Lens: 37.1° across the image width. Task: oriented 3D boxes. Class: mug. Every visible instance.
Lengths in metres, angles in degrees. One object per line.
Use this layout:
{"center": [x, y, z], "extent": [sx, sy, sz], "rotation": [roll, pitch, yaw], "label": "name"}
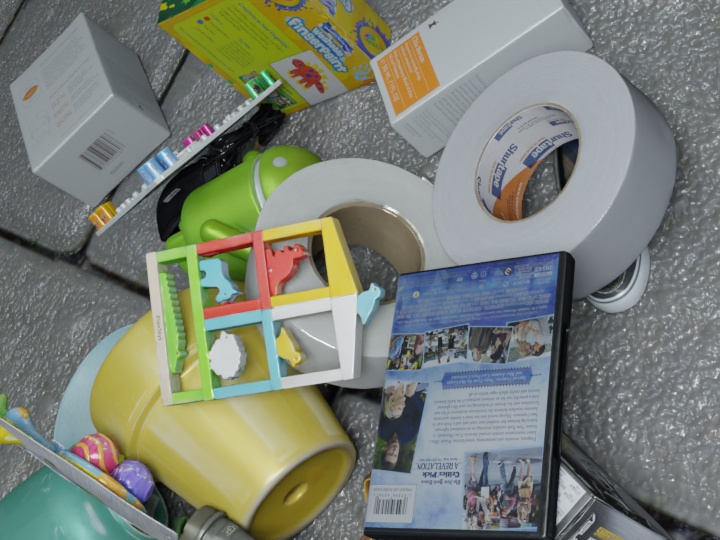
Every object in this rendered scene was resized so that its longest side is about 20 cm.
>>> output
{"center": [-0.260, 0.233, 1.024], "extent": [0.114, 0.152, 0.185], "rotation": [-36, 66, 13], "label": "mug"}

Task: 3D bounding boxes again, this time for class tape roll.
{"center": [0.155, -0.076, 0.883], "extent": [0.200, 0.066, 0.201], "rotation": [-25, 53, 38], "label": "tape roll"}
{"center": [0.000, 0.000, 0.955], "extent": [0.071, 0.202, 0.203], "rotation": [111, 160, -57], "label": "tape roll"}

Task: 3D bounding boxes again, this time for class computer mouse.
{"center": [-0.166, -0.121, 1.225], "extent": [0.140, 0.046, 0.200], "rotation": [-43, -2, -46], "label": "computer mouse"}

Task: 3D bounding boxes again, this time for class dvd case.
{"center": [0.076, 0.087, 0.745], "extent": [0.142, 0.018, 0.200], "rotation": [-8, 62, 35], "label": "dvd case"}

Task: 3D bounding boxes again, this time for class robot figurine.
{"center": [-0.105, -0.056, 1.121], "extent": [0.200, 0.116, 0.176], "rotation": [-25, 21, 26], "label": "robot figurine"}

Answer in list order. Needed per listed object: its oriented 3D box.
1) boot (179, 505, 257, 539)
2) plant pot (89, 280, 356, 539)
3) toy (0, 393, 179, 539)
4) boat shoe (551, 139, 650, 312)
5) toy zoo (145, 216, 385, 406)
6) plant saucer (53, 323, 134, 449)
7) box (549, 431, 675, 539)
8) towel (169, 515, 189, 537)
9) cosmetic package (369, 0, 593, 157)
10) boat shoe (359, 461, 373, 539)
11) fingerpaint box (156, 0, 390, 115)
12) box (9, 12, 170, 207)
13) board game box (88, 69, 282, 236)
{"center": [-0.063, 0.298, 0.873], "extent": [0.200, 0.073, 0.182], "rotation": [21, 124, 19], "label": "boot"}
{"center": [-0.112, 0.142, 0.978], "extent": [0.201, 0.201, 0.189], "rotation": [-49, 62, 5], "label": "plant pot"}
{"center": [-0.229, 0.163, 0.913], "extent": [0.200, 0.115, 0.047], "rotation": [29, 69, 3], "label": "toy"}
{"center": [0.197, -0.059, 0.922], "extent": [0.069, 0.057, 0.200], "rotation": [-22, 54, 28], "label": "boat shoe"}
{"center": [-0.076, 0.033, 0.872], "extent": [0.200, 0.020, 0.132], "rotation": [-11, 82, 17], "label": "toy zoo"}
{"center": [-0.255, 0.157, 1.177], "extent": [0.201, 0.039, 0.201], "rotation": [-19, 55, 29], "label": "plant saucer"}
{"center": [0.128, 0.139, 0.797], "extent": [0.048, 0.158, 0.200], "rotation": [-50, 45, 6], "label": "box"}
{"center": [-0.258, 0.333, 1.088], "extent": [0.200, 0.031, 0.150], "rotation": [-20, 56, 29], "label": "towel"}
{"center": [0.116, -0.214, 1.065], "extent": [0.200, 0.071, 0.102], "rotation": [-33, 49, 20], "label": "cosmetic package"}
{"center": [0.037, 0.171, 0.871], "extent": [0.067, 0.072, 0.200], "rotation": [12, 44, 6], "label": "boat shoe"}
{"center": [-0.089, -0.267, 1.168], "extent": [0.167, 0.200, 0.074], "rotation": [-16, 56, 32], "label": "fingerpaint box"}
{"center": [-0.361, -0.213, 1.422], "extent": [0.152, 0.106, 0.200], "rotation": [-40, 48, 14], "label": "box"}
{"center": [-0.197, -0.130, 1.187], "extent": [0.200, 0.026, 0.200], "rotation": [-46, 11, -33], "label": "board game box"}
